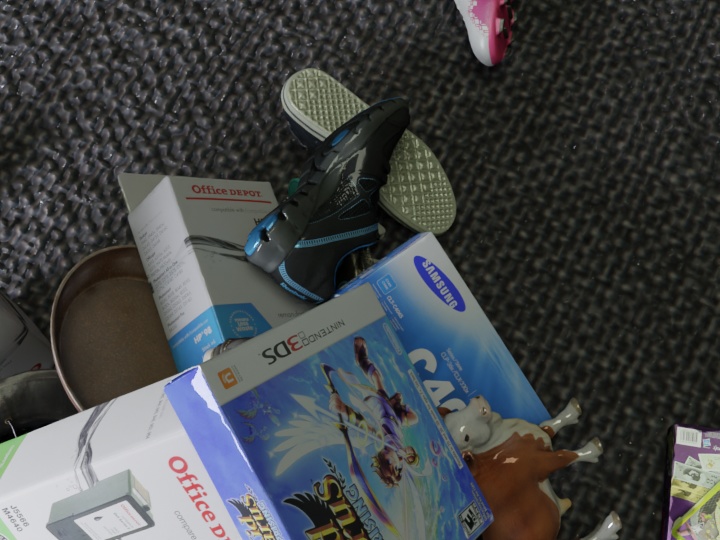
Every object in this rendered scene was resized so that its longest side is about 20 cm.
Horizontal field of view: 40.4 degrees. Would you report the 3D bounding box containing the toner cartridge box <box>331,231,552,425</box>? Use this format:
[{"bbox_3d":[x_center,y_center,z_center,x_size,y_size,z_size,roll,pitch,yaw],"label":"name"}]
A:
[{"bbox_3d":[0.070,0.077,0.813,0.095,0.043,0.200,-35,96,-11],"label":"toner cartridge box"}]

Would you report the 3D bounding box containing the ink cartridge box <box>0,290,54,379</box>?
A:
[{"bbox_3d":[-0.352,0.063,0.784,0.146,0.200,0.084,-42,72,-13],"label":"ink cartridge box"}]

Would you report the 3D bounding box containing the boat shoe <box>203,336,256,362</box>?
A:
[{"bbox_3d":[-0.040,0.099,0.764,0.057,0.200,0.067,-22,59,24],"label":"boat shoe"}]

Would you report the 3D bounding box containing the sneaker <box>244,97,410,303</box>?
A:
[{"bbox_3d":[-0.013,-0.062,0.826,0.082,0.073,0.200,43,69,-17],"label":"sneaker"}]

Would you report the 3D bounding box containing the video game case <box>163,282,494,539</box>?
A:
[{"bbox_3d":[-0.011,0.126,0.657,0.181,0.045,0.200,-26,86,-50],"label":"video game case"}]

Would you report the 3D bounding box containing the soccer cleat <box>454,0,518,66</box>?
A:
[{"bbox_3d":[0.111,-0.288,0.971,0.086,0.070,0.200,-1,68,18],"label":"soccer cleat"}]

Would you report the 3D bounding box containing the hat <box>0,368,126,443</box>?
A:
[{"bbox_3d":[-0.266,0.174,0.798,0.200,0.081,0.201,1,87,-21],"label":"hat"}]

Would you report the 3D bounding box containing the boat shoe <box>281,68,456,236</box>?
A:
[{"bbox_3d":[0.007,-0.106,0.907,0.200,0.062,0.075,40,71,-2],"label":"boat shoe"}]

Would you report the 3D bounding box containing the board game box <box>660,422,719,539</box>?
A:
[{"bbox_3d":[0.353,0.202,0.809,0.200,0.032,0.120,9,67,5],"label":"board game box"}]

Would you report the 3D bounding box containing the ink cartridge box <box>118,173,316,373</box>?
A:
[{"bbox_3d":[-0.119,-0.012,0.834,0.116,0.067,0.200,-2,63,-47],"label":"ink cartridge box"}]

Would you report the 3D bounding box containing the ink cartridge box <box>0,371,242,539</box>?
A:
[{"bbox_3d":[-0.162,0.173,0.691,0.200,0.084,0.146,-22,113,14],"label":"ink cartridge box"}]

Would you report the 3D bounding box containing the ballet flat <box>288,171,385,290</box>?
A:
[{"bbox_3d":[0.000,0.000,0.875,0.075,0.068,0.200,-15,75,-27],"label":"ballet flat"}]

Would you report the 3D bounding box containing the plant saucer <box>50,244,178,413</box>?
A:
[{"bbox_3d":[-0.169,0.073,0.808,0.034,0.200,0.201,-35,67,36],"label":"plant saucer"}]

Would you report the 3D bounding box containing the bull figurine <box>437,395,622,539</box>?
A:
[{"bbox_3d":[0.131,0.171,0.768,0.121,0.065,0.200,-18,111,-5],"label":"bull figurine"}]
